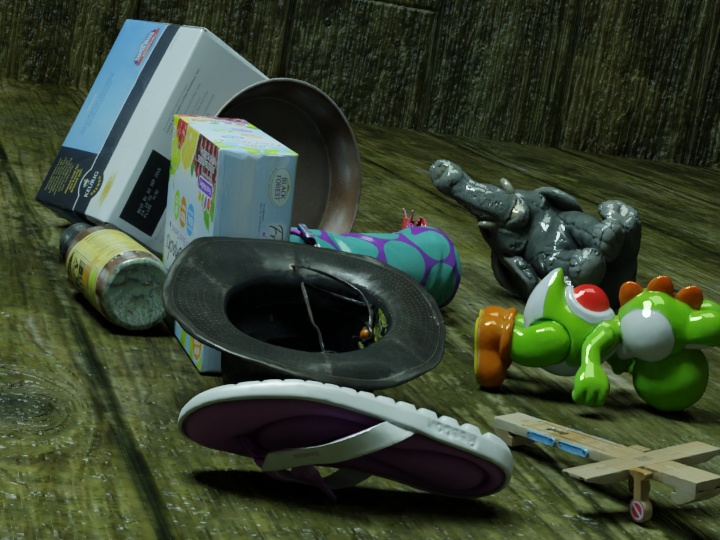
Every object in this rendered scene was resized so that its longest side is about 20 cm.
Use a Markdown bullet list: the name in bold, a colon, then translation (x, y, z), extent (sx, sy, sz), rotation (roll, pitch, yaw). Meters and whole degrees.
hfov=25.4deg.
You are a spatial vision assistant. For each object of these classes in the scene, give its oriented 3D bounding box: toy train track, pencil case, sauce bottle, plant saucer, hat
- **toy train track**: translation (0.155, 0.128, 1.035), extent (0.114, 0.033, 0.199), rotation (-6, 11, -32)
- **pencil case**: translation (0.000, 0.000, 1.438), extent (0.199, 0.085, 0.093), rotation (-1, 47, -48)
- **sauce bottle**: translation (-0.210, -0.001, 1.336), extent (0.064, 0.065, 0.200), rotation (4, 9, -23)
- **plant saucer**: translation (-0.084, -0.077, 1.476), extent (0.199, 0.202, 0.034), rotation (0, 7, -40)
- **hat**: translation (-0.044, 0.052, 1.100), extent (0.199, 0.081, 0.201), rotation (12, 30, -7)

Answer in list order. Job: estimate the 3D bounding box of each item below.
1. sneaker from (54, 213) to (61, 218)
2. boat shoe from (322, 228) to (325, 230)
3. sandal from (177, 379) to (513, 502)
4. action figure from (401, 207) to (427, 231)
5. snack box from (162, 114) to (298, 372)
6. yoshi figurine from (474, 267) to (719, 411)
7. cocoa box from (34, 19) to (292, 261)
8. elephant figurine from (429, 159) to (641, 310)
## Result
- **sneaker**: translation (-0.229, -0.054, 1.650), extent (0.198, 0.071, 0.093), rotation (17, 30, 29)
- **boat shoe**: translation (-0.076, -0.036, 1.622), extent (0.070, 0.070, 0.200), rotation (55, -7, -38)
- **sandal**: translation (-0.007, 0.107, 0.927), extent (0.201, 0.083, 0.050), rotation (9, 53, -7)
- **action figure**: translation (0.027, -0.027, 1.603), extent (0.065, 0.100, 0.199), rotation (-1, 17, -40)
- **snack box**: translation (-0.108, -0.025, 1.251), extent (0.067, 0.170, 0.200), rotation (3, 12, -16)
- **yoshi figurine**: translation (0.193, 0.072, 1.269), extent (0.198, 0.113, 0.112), rotation (-4, -33, 11)
- **cocoa box**: translation (-0.184, -0.114, 1.493), extent (0.131, 0.201, 0.133), rotation (16, -14, 47)
- **elephant figurine**: translation (0.182, -0.037, 1.637), extent (0.199, 0.156, 0.141), rotation (26, 40, 33)
